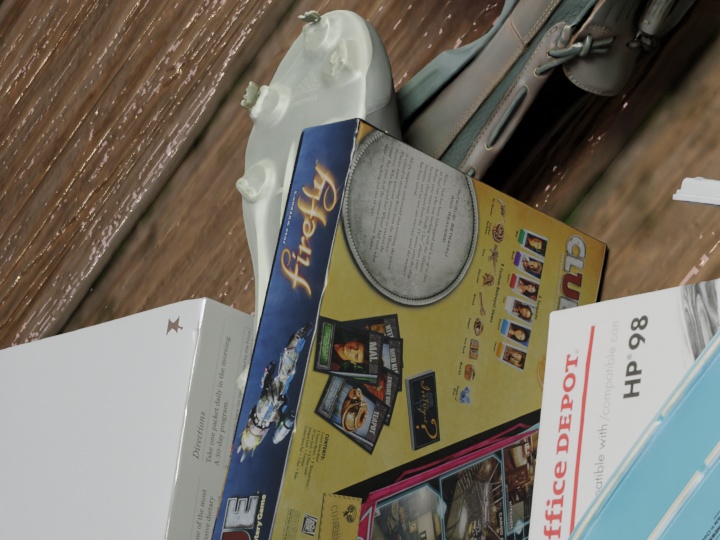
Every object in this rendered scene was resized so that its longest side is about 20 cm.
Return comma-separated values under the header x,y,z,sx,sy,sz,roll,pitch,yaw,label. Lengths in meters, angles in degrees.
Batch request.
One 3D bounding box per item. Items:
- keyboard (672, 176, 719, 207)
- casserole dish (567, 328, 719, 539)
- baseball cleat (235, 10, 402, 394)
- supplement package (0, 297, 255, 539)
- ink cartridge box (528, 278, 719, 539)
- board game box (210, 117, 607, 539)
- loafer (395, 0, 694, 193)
x,y,z,sx,sy,sz,roll,pitch,yaw,label
0.168,-0.016,0.721,0.200,0.056,0.011,-165,84,-70,keyboard
0.122,0.074,0.679,0.200,0.039,0.121,-56,40,16,casserole dish
0.000,0.000,0.914,0.070,0.106,0.200,-14,61,42,baseball cleat
-0.086,0.132,0.945,0.156,0.111,0.200,-14,60,46,supplement package
0.121,0.068,0.766,0.200,0.067,0.116,-14,62,45,ink cartridge box
0.017,0.063,0.838,0.035,0.135,0.200,-6,66,49,board game box
0.083,-0.081,0.905,0.200,0.072,0.063,-41,63,39,loafer
